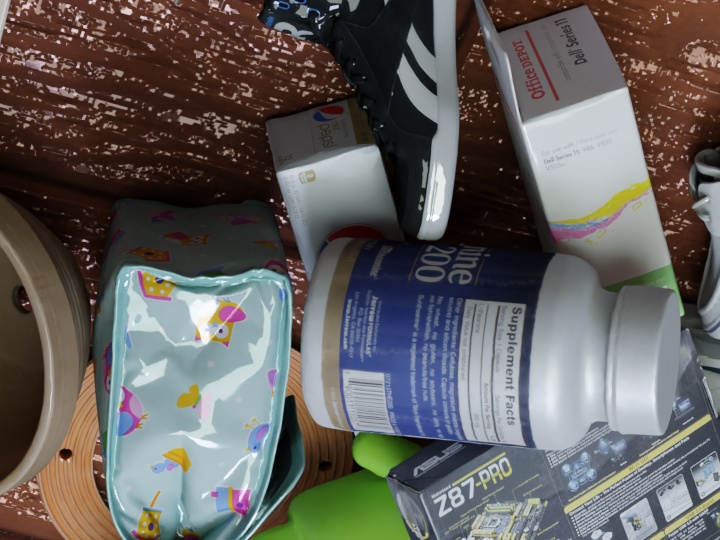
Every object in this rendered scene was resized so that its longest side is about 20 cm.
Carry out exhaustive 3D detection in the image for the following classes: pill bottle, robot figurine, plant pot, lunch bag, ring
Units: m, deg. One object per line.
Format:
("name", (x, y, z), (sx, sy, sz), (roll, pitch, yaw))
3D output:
("pill bottle", (0.075, 0.042, 1.547), (0.200, 0.111, 0.111), (5, 122, 15))
("robot figurine", (0.033, 0.172, 1.688), (0.200, 0.116, 0.176), (-20, 141, -10))
("plant pot", (-0.224, 0.027, 1.598), (0.201, 0.093, 0.201), (13, 113, 33))
("lunch bag", (-0.095, 0.073, 1.598), (0.122, 0.170, 0.200), (1, 104, -5))
("ring", (-0.104, 0.116, 1.734), (0.200, 0.019, 0.201), (-4, 121, -7))

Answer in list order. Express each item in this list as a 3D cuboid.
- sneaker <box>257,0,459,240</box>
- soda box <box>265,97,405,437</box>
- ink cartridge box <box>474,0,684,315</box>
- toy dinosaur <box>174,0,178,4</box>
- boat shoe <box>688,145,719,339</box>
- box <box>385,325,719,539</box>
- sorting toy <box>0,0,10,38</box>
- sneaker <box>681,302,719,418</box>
("sneaker", (-0.003, -0.117, 1.554), (0.112, 0.073, 0.200), (1, 85, -4))
("soda box", (0.000, 0.000, 1.652), (0.064, 0.068, 0.200), (-16, 121, 1))
("ink cartridge box", (0.126, -0.072, 1.600), (0.067, 0.117, 0.200), (-18, 122, 1))
("toy dinosaur", (-0.061, -0.244, 1.471), (0.181, 0.105, 0.200), (18, 133, -9))
("boat shoe", (0.231, -0.052, 1.657), (0.066, 0.072, 0.200), (13, 117, -10))
("box", (0.130, 0.143, 1.630), (0.200, 0.049, 0.161), (-31, 116, -19))
("sorting toy", (-0.246, -0.182, 1.434), (0.107, 0.180, 0.200), (24, 116, 10))
("sneaker", (0.175, 0.060, 1.716), (0.200, 0.076, 0.081), (15, 126, -15))
